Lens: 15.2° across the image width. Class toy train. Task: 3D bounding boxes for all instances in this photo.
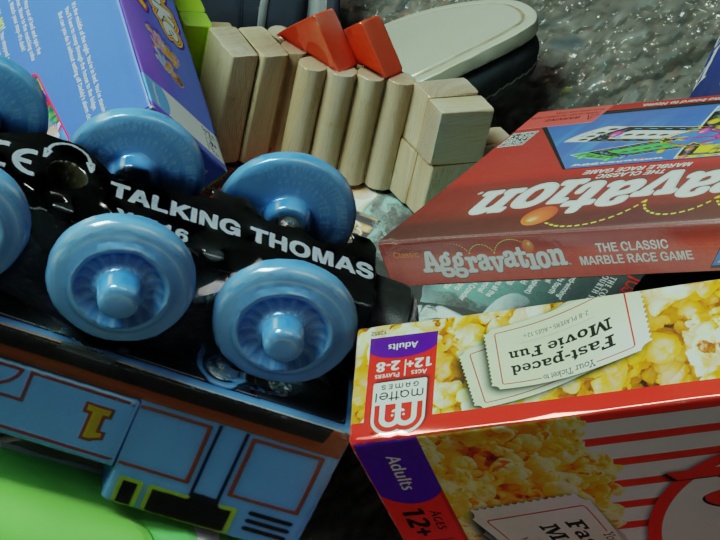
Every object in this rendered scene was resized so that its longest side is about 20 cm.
[{"bbox_3d":[-0.084,0.010,0.858,0.199,0.115,0.087,17,34,-12],"label":"toy train"}]

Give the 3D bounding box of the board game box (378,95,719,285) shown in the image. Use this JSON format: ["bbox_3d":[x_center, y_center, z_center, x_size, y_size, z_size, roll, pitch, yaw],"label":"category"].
[{"bbox_3d":[0.111,-0.029,0.848,0.199,0.020,0.103,-3,26,40],"label":"board game box"}]

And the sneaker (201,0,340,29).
[{"bbox_3d":[-0.082,-0.080,1.190,0.070,0.108,0.201,42,106,46],"label":"sneaker"}]

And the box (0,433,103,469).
[{"bbox_3d":[-0.152,0.030,1.030,0.108,0.128,0.201,-12,48,-8],"label":"box"}]

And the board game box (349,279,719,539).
[{"bbox_3d":[0.114,0.065,0.840,0.199,0.152,0.047,-9,50,17],"label":"board game box"}]

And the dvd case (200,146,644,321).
[{"bbox_3d":[0.000,0.000,0.983,0.199,0.022,0.146,21,32,14],"label":"dvd case"}]

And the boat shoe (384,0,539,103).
[{"bbox_3d":[-0.010,-0.046,1.104,0.199,0.062,0.075,-30,24,-13],"label":"boat shoe"}]

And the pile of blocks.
[{"bbox_3d":[-0.029,-0.079,1.019,0.199,0.062,0.082,14,31,0],"label":"pile of blocks"}]

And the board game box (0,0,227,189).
[{"bbox_3d":[-0.133,-0.077,0.968,0.134,0.045,0.201,-33,47,15],"label":"board game box"}]

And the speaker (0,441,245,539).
[{"bbox_3d":[-0.138,0.095,0.883,0.199,0.089,0.089,17,44,-13],"label":"speaker"}]

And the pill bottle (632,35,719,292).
[{"bbox_3d":[0.164,-0.034,0.954,0.111,0.112,0.201,6,51,34],"label":"pill bottle"}]
